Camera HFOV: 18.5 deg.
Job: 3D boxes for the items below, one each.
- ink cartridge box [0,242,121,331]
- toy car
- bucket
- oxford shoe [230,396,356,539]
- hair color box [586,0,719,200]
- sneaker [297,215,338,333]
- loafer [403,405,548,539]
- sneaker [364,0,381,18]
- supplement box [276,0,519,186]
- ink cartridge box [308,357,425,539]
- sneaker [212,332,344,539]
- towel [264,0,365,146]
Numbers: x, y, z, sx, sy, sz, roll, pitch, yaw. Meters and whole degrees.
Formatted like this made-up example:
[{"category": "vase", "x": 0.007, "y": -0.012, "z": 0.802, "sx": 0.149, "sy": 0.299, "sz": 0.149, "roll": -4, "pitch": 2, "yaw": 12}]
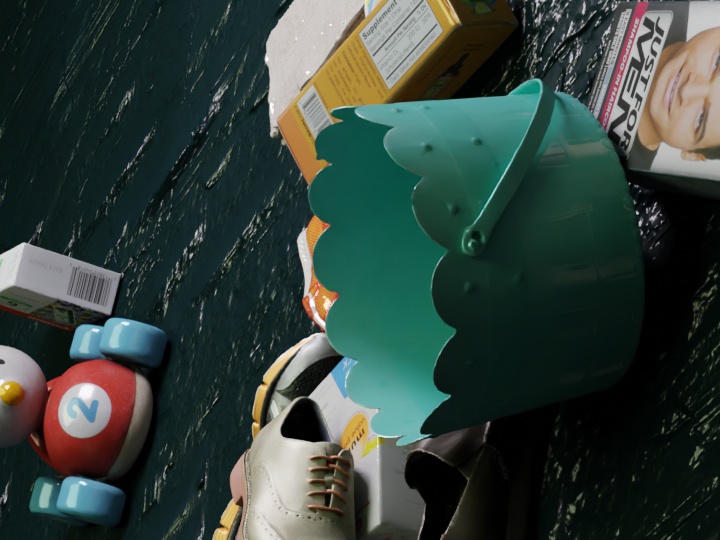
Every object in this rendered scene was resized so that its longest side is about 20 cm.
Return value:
[{"category": "ink cartridge box", "x": -0.334, "y": 0.023, "z": 2.308, "sx": 0.200, "sy": 0.108, "sz": 0.051, "roll": -20, "pitch": 55, "yaw": 63}, {"category": "toy car", "x": -0.306, "y": 0.123, "z": 2.041, "sx": 0.177, "sy": 0.199, "sz": 0.186, "roll": -12, "pitch": 62, "yaw": 65}, {"category": "bucket", "x": 0.064, "y": -0.008, "z": 1.267, "sx": 0.207, "sy": 0.134, "sz": 0.209, "roll": 170, "pitch": 90, "yaw": -71}, {"category": "oxford shoe", "x": -0.035, "y": 0.145, "z": 1.372, "sx": 0.074, "sy": 0.070, "sz": 0.200, "roll": -62, "pitch": 26, "yaw": 17}, {"category": "hair color box", "x": 0.195, "y": -0.092, "z": 1.205, "sx": 0.200, "sy": 0.060, "sz": 0.100, "roll": 16, "pitch": 88, "yaw": 68}, {"category": "sneaker", "x": 0.000, "y": 0.000, "z": 1.587, "sx": 0.077, "sy": 0.073, "sz": 0.200, "roll": -51, "pitch": 31, "yaw": 21}, {"category": "loafer", "x": 0.066, "y": 0.109, "z": 1.338, "sx": 0.073, "sy": 0.071, "sz": 0.201, "roll": -42, "pitch": 36, "yaw": 50}, {"category": "sneaker", "x": 0.069, "y": -0.235, "z": 1.599, "sx": 0.201, "sy": 0.075, "sz": 0.105, "roll": -62, "pitch": 24, "yaw": 21}, {"category": "supplement box", "x": 0.024, "y": -0.142, "z": 1.597, "sx": 0.200, "sy": 0.066, "sz": 0.069, "roll": -42, "pitch": 67, "yaw": 41}, {"category": "ink cartridge box", "x": 0.012, "y": 0.151, "z": 1.439, "sx": 0.115, "sy": 0.067, "sz": 0.201, "roll": -50, "pitch": 31, "yaw": 42}, {"category": "sneaker", "x": -0.039, "y": 0.143, "z": 1.575, "sx": 0.077, "sy": 0.078, "sz": 0.201, "roll": 23, "pitch": 98, "yaw": 55}, {"category": "towel", "x": -0.022, "y": -0.206, "z": 1.780, "sx": 0.200, "sy": 0.034, "sz": 0.133, "roll": -52, "pitch": 29, "yaw": 34}]
